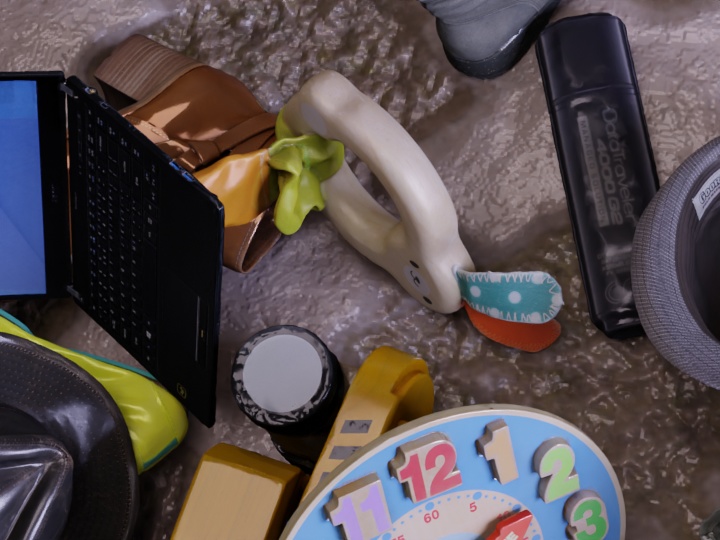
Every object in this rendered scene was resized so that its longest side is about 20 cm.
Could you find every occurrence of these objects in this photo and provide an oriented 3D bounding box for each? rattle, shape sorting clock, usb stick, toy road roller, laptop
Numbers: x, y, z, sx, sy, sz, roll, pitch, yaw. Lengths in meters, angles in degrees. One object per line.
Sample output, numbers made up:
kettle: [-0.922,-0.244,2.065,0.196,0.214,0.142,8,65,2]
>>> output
rattle: [0.000,0.000,1.052,0.143,0.130,0.200,-38,91,-37]
shape sorting clock: [0.045,0.155,0.960,0.200,0.200,0.039,-39,32,-1]
usb stick: [0.142,-0.058,1.097,0.055,0.033,0.201,-11,67,5]
toy road roller: [-0.012,0.136,1.018,0.145,0.123,0.201,19,75,17]
laptop: [-0.175,-0.007,1.030,0.103,0.178,0.200,-32,58,-31]

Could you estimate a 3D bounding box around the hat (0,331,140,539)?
hat: [-0.204,0.120,1.004,0.200,0.081,0.202,4,79,-22]

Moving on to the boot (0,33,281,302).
boot: [-0.129,-0.035,1.147,0.154,0.074,0.200,33,84,20]

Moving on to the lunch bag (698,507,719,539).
lunch bag: [0.282,0.162,0.904,0.163,0.118,0.200,-20,64,-14]

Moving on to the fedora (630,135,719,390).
fedora: [0.234,0.012,1.002,0.176,0.090,0.201,-11,49,10]

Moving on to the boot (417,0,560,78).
boot: [0.105,-0.211,1.111,0.068,0.131,0.200,35,82,24]

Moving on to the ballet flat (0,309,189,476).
ballet flat: [-0.196,0.069,1.124,0.199,0.067,0.067,20,55,20]
